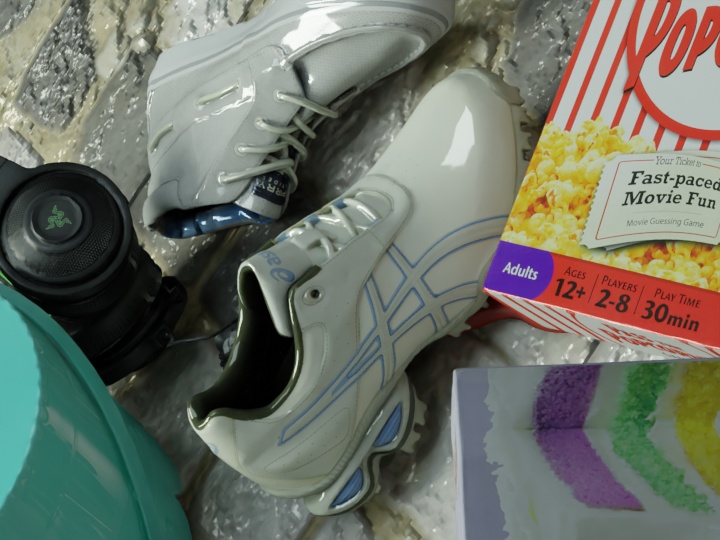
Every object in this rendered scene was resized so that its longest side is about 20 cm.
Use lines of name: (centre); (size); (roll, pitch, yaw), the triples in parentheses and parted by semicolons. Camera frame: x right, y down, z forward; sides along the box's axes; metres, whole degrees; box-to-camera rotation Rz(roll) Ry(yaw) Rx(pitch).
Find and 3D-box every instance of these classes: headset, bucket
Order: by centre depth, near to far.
bucket: (-0.191, 0.107, 1.046); (0.206, 0.135, 0.208); (-11, 53, 15)
headset: (-0.116, -0.005, 1.105); (0.199, 0.124, 0.094); (27, 69, 36)

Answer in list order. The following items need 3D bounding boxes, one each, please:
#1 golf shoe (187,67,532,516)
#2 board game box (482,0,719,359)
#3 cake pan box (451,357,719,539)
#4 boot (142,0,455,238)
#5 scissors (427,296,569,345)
golf shoe: (0.000, 0.000, 0.964); (0.078, 0.097, 0.201); (22, 87, 50)
board game box: (0.147, -0.063, 0.891); (0.151, 0.046, 0.201); (13, 78, 44)
cake pan box: (0.121, 0.123, 0.739); (0.183, 0.052, 0.201); (-2, 59, 3)
boot: (-0.031, -0.070, 1.085); (0.199, 0.073, 0.096); (-18, 62, 50)
scissors: (0.034, 0.015, 1.004); (0.199, 0.014, 0.074); (-25, 55, 37)
